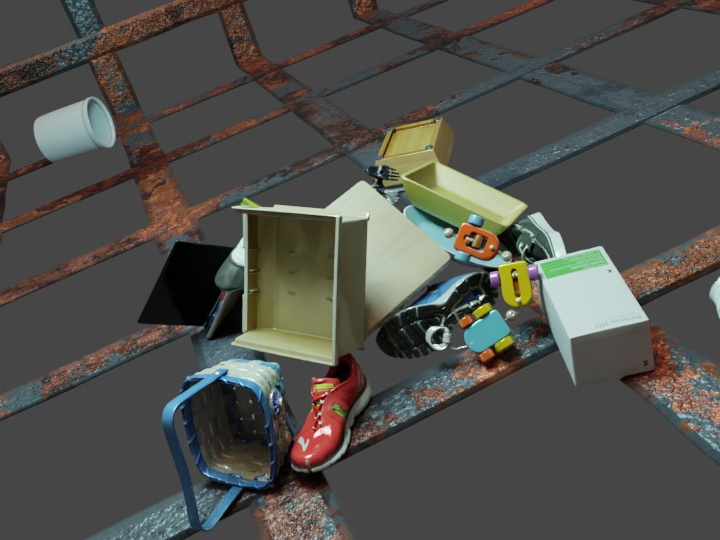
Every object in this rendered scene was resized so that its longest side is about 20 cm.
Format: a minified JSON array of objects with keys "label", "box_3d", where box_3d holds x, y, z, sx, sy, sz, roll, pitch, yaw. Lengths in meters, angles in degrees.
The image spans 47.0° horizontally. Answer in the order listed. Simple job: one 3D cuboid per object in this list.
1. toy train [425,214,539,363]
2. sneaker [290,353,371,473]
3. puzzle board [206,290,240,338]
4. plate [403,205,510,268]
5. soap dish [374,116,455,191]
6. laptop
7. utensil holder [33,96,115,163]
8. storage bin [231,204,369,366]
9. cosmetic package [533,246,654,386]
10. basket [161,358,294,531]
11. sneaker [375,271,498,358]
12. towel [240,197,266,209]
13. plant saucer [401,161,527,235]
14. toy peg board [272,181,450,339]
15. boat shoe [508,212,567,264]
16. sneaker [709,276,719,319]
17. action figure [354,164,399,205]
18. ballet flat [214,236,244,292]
[{"label":"toy train","box_3d":[0.175,0.030,1.193,0.149,0.202,0.056,17,-3,18]},{"label":"sneaker","box_3d":[-0.050,0.188,1.125,0.076,0.085,0.200,-6,31,25]},{"label":"puzzle board","box_3d":[-0.210,0.010,1.455,0.017,0.201,0.151,30,39,-2]},{"label":"plate","box_3d":[0.158,-0.050,1.379,0.199,0.026,0.201,20,23,-9]},{"label":"soap dish","box_3d":[0.116,-0.253,1.789,0.156,0.082,0.201,-8,32,19]},{"label":"laptop","box_3d":[-0.282,-0.004,1.468,0.188,0.115,0.201,-57,12,29]},{"label":"utensil holder","box_3d":[-0.923,-0.449,2.679,0.198,0.171,0.170,-16,28,12]},{"label":"storage bin","box_3d":[-0.092,0.012,1.177,0.197,0.202,0.093,7,11,30]},{"label":"cosmetic package","box_3d":[0.313,0.059,1.129,0.107,0.085,0.200,-14,28,3]},{"label":"basket","box_3d":[-0.175,0.208,1.073,0.138,0.178,0.200,3,24,29]},{"label":"sneaker","box_3d":[0.114,0.068,1.262,0.199,0.079,0.089,-28,7,-4]},{"label":"towel","box_3d":[-0.129,-0.079,1.554,0.018,0.199,0.086,-60,37,4]},{"label":"plant saucer","box_3d":[0.178,-0.118,1.446,0.199,0.049,0.200,28,23,13]},{"label":"toy peg board","box_3d":[0.000,0.000,1.300,0.200,0.098,0.199,-39,68,-23]},{"label":"boat shoe","box_3d":[0.285,-0.033,1.326,0.063,0.071,0.200,-17,21,3]},{"label":"sneaker","box_3d":[0.551,0.041,1.046,0.198,0.075,0.088,-14,40,24]},{"label":"action figure","box_3d":[0.017,-0.126,1.612,0.120,0.101,0.200,-66,5,-19]},{"label":"ballet flat","box_3d":[-0.146,-0.039,1.299,0.199,0.069,0.068,-31,48,-29]}]
